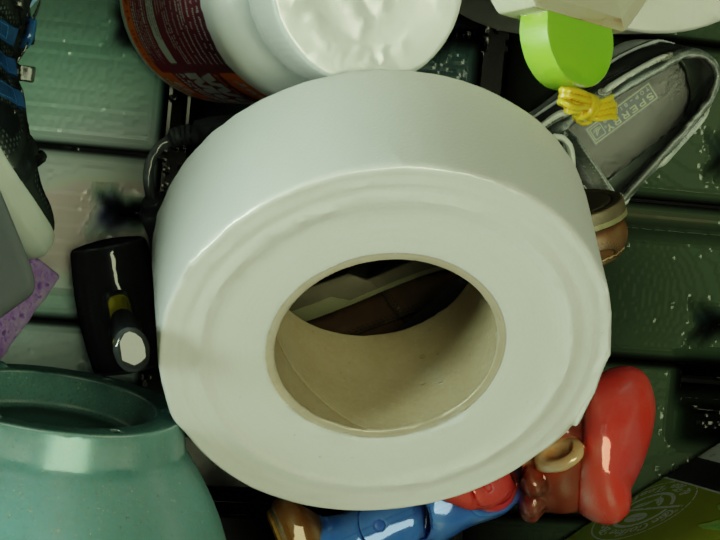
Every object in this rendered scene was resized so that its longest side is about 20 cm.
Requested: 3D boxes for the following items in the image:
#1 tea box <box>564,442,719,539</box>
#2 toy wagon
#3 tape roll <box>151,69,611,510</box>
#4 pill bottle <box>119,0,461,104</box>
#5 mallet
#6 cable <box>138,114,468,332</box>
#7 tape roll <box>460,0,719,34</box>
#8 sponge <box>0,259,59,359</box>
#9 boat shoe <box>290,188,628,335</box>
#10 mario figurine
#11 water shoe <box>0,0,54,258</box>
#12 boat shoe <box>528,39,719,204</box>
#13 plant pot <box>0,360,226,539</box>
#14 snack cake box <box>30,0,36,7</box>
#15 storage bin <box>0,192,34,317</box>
[{"bbox_3d":[0.199,0.186,1.489,0.196,0.200,0.134,-31,105,-18],"label":"tea box"},{"bbox_3d":[0.088,-0.163,1.319,0.155,0.039,0.201,10,78,-46],"label":"toy wagon"},{"bbox_3d":[0.009,0.012,1.315,0.201,0.071,0.203,-4,130,-4],"label":"tape roll"},{"bbox_3d":[-0.033,-0.130,1.373,0.109,0.200,0.110,-2,95,-21],"label":"pill bottle"},{"bbox_3d":[-0.106,0.034,1.361,0.041,0.200,0.066,-11,104,-5],"label":"mallet"},{"bbox_3d":[0.000,0.000,1.380,0.199,0.051,0.164,-3,120,9],"label":"cable"},{"bbox_3d":[0.114,-0.215,1.459,0.202,0.139,0.204,-2,95,-21],"label":"tape roll"},{"bbox_3d":[-0.234,0.052,1.376,0.200,0.030,0.112,-55,134,-9],"label":"sponge"},{"bbox_3d":[0.042,0.016,1.454,0.199,0.072,0.068,-17,101,18],"label":"boat shoe"},{"bbox_3d":[0.048,0.087,1.467,0.199,0.124,0.106,-22,116,-4],"label":"mario figurine"},{"bbox_3d":[-0.168,-0.102,1.319,0.079,0.071,0.201,-32,108,-20],"label":"water shoe"},{"bbox_3d":[0.101,-0.043,1.503,0.199,0.068,0.074,-35,105,-14],"label":"boat shoe"},{"bbox_3d":[-0.144,0.119,1.336,0.199,0.200,0.135,5,102,-22],"label":"plant pot"},{"bbox_3d":[-0.257,-0.101,1.358,0.200,0.067,0.115,-46,109,-12],"label":"snack cake box"},{"bbox_3d":[-0.234,-0.035,1.258,0.134,0.145,0.201,-31,124,-20],"label":"storage bin"}]
